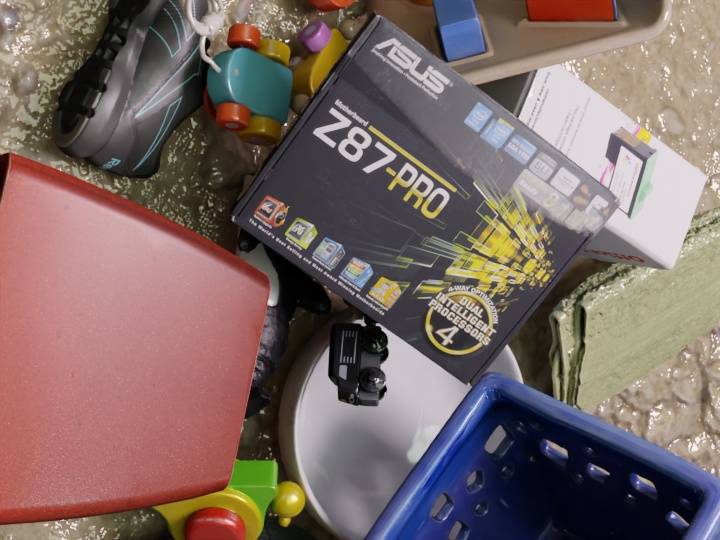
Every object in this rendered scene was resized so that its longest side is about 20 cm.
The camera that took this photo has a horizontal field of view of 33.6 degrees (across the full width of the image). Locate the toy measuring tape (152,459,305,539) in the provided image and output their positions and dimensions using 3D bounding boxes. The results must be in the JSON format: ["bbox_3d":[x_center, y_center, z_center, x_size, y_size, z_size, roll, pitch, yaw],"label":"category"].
[{"bbox_3d":[-0.139,0.166,0.834,0.199,0.074,0.074,1,93,-3],"label":"toy measuring tape"}]

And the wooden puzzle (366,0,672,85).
[{"bbox_3d":[0.098,-0.196,0.839,0.199,0.186,0.046,-17,127,8],"label":"wooden puzzle"}]

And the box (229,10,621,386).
[{"bbox_3d":[0.041,-0.044,0.776,0.200,0.049,0.161,36,101,-10],"label":"box"}]

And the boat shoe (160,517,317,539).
[{"bbox_3d":[-0.120,0.230,0.858,0.201,0.074,0.065,-8,131,-29],"label":"boat shoe"}]

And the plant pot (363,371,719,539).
[{"bbox_3d":[0.135,0.218,0.823,0.200,0.200,0.180,-54,142,-14],"label":"plant pot"}]

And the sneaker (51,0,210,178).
[{"bbox_3d":[-0.139,-0.158,0.830,0.079,0.075,0.200,30,85,-39],"label":"sneaker"}]

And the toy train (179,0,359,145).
[{"bbox_3d":[-0.062,-0.172,0.849,0.200,0.055,0.151,-39,116,-44],"label":"toy train"}]

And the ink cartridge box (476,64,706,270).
[{"bbox_3d":[0.142,-0.082,0.911,0.200,0.145,0.084,28,82,-34],"label":"ink cartridge box"}]

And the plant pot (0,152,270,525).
[{"bbox_3d":[-0.169,0.048,0.741,0.176,0.200,0.201,13,87,-25],"label":"plant pot"}]

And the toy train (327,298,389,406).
[{"bbox_3d":[0.000,0.000,0.848,0.046,0.034,0.201,2,65,3],"label":"toy train"}]

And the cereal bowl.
[{"bbox_3d":[0.024,0.113,0.911,0.199,0.083,0.201,-2,94,-27],"label":"cereal bowl"}]

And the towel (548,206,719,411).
[{"bbox_3d":[0.238,0.035,1.009,0.200,0.036,0.149,-29,139,-21],"label":"towel"}]

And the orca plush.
[{"bbox_3d":[-0.054,0.018,0.829,0.071,0.200,0.105,5,131,-5],"label":"orca plush"}]
